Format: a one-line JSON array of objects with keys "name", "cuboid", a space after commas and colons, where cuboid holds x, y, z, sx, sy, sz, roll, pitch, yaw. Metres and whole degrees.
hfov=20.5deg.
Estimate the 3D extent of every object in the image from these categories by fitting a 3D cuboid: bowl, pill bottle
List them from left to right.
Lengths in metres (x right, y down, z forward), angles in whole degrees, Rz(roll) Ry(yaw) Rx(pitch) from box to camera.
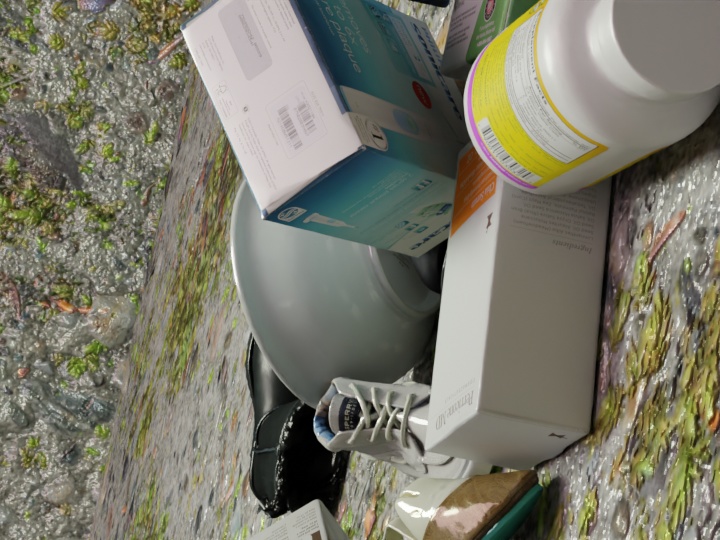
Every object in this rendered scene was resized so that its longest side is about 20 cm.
[{"name": "bowl", "cuboid": [0.000, 0.000, 1.462, 0.090, 0.201, 0.201, -18, 51, 30]}, {"name": "pill bottle", "cuboid": [0.132, -0.107, 1.073, 0.200, 0.104, 0.104, 151, 131, -73]}]

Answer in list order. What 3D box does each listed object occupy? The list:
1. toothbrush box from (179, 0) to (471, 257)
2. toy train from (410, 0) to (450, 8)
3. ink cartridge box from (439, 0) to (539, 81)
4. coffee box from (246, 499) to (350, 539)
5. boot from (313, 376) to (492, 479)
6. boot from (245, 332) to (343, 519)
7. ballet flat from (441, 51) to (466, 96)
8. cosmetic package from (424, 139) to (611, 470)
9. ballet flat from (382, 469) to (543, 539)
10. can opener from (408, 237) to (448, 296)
[{"name": "toothbrush box", "cuboid": [-0.006, -0.100, 1.286, 0.085, 0.200, 0.147, -33, 68, 22]}, {"name": "toy train", "cuboid": [0.046, -0.273, 1.286, 0.114, 0.087, 0.200, -104, 29, -51]}, {"name": "ink cartridge box", "cuboid": [0.123, -0.218, 1.257, 0.145, 0.084, 0.200, 173, 109, -78]}, {"name": "coffee box", "cuboid": [-0.018, 0.259, 1.287, 0.080, 0.114, 0.200, -31, 29, 8]}, {"name": "boot", "cuboid": [0.025, 0.108, 1.347, 0.200, 0.095, 0.074, 151, 130, -73]}, {"name": "boot", "cuboid": [-0.057, 0.125, 1.747, 0.162, 0.073, 0.199, 163, 112, -78]}, {"name": "ballet flat", "cuboid": [0.049, -0.118, 1.464, 0.067, 0.046, 0.200, -47, 12, 47]}, {"name": "cosmetic package", "cuboid": [0.095, 0.009, 1.194, 0.101, 0.071, 0.200, 132, 148, -65]}, {"name": "ballet flat", "cuboid": [0.047, 0.172, 1.225, 0.068, 0.072, 0.200, -31, -25, -37]}, {"name": "can opener", "cuboid": [0.085, -0.075, 1.382, 0.063, 0.079, 0.200, 9, -82, -64]}]
